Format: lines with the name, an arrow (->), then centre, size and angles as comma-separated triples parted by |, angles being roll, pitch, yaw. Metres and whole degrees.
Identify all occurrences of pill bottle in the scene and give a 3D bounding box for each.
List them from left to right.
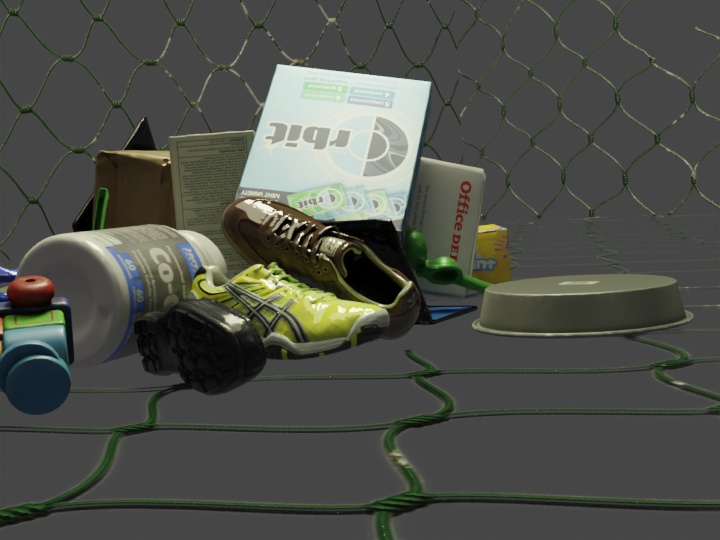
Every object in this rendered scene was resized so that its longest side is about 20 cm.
pill bottle -> -0.207, 0.017, 1.010 | 0.113, 0.115, 0.200 | -2, 5, 22

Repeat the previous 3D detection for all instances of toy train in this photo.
toy train -> -0.295, 0.065, 0.762 | 0.198, 0.085, 0.116 | -5, 18, -17

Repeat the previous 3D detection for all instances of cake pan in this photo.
cake pan -> 0.200, 0.030, 1.019 | 0.198, 0.037, 0.200 | -4, 4, 0

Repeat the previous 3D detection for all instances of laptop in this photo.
laptop -> -0.334, -0.067, 1.400 | 0.115, 0.201, 0.188 | 12, 52, 15
laptop -> 0.000, 0.000, 1.125 | 0.176, 0.201, 0.104 | -2, 41, 29

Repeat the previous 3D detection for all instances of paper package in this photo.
paper package -> -0.233, -0.047, 1.345 | 0.103, 0.192, 0.200 | 7, 8, 16

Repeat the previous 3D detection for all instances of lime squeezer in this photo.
lime squeezer -> -0.263, 0.022, 1.052 | 0.037, 0.201, 0.071 | 17, -36, -2
lime squeezer -> 0.077, -0.016, 1.161 | 0.038, 0.200, 0.071 | -47, 5, 32

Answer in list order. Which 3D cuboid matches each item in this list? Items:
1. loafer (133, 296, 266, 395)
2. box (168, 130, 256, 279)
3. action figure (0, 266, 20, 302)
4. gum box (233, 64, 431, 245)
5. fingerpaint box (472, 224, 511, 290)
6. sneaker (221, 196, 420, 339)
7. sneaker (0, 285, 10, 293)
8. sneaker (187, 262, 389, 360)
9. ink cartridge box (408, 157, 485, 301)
loafer -> -0.108, 0.048, 0.816 | 0.070, 0.069, 0.200 | -16, 6, -26
box -> -0.148, -0.045, 1.197 | 0.094, 0.202, 0.078 | -3, 4, -3
action figure -> -0.304, 0.026, 1.116 | 0.099, 0.066, 0.199 | 38, 36, 27
gum box -> -0.025, -0.116, 1.136 | 0.168, 0.201, 0.045 | 8, -34, 8
fingerpaint box -> 0.079, -0.010, 1.387 | 0.198, 0.074, 0.167 | -6, 4, 1
sneaker -> -0.031, -0.018, 0.981 | 0.199, 0.071, 0.076 | 30, -28, 6
sneaker -> -0.341, 0.035, 1.228 | 0.089, 0.068, 0.200 | -1, 11, 19
sneaker -> -0.070, 0.033, 0.947 | 0.199, 0.077, 0.075 | 0, 4, 26
ink cartridge box -> 0.024, -0.053, 1.228 | 0.198, 0.147, 0.084 | 11, -6, -9
